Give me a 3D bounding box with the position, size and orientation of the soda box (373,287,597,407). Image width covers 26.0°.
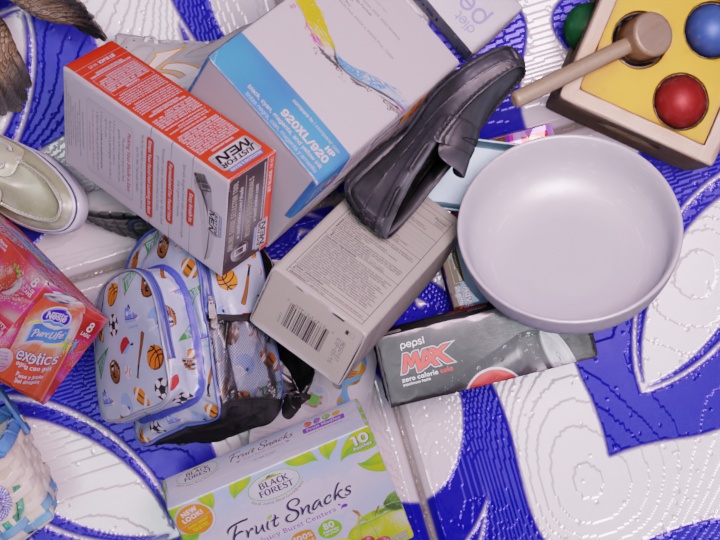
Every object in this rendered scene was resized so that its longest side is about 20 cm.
[{"bbox_3d":[0.113,0.068,1.440,0.197,0.063,0.072,-14,93,-1],"label":"soda box"}]

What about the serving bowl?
[{"bbox_3d":[0.187,-0.023,1.397,0.197,0.066,0.202,-3,57,5],"label":"serving bowl"}]

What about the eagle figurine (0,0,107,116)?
[{"bbox_3d":[-0.343,-0.262,1.436,0.150,0.152,0.202,-27,86,-21],"label":"eagle figurine"}]

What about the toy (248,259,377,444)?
[{"bbox_3d":[-0.045,0.091,1.483,0.114,0.047,0.203,5,97,-14],"label":"toy"}]

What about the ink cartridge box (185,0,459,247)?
[{"bbox_3d":[-0.043,-0.154,1.390,0.145,0.147,0.200,47,60,2],"label":"ink cartridge box"}]

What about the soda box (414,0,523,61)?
[{"bbox_3d":[0.063,-0.297,1.473,0.068,0.063,0.200,-40,92,-1],"label":"soda box"}]

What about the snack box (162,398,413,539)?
[{"bbox_3d":[-0.066,0.222,1.455,0.198,0.053,0.143,-23,119,-1],"label":"snack box"}]

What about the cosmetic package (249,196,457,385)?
[{"bbox_3d":[0.000,0.000,1.391,0.103,0.200,0.073,36,131,9],"label":"cosmetic package"}]

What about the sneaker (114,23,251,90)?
[{"bbox_3d":[-0.185,-0.195,1.467,0.198,0.076,0.093,-28,87,-2],"label":"sneaker"}]

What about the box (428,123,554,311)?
[{"bbox_3d":[0.140,-0.026,1.491,0.135,0.039,0.203,-15,91,-2],"label":"box"}]

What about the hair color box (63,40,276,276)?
[{"bbox_3d":[-0.167,-0.098,1.346,0.199,0.112,0.064,36,50,24],"label":"hair color box"}]

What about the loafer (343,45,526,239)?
[{"bbox_3d":[0.074,-0.110,1.361,0.200,0.068,0.071,-44,65,6],"label":"loafer"}]

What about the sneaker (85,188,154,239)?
[{"bbox_3d":[-0.166,-0.084,1.478,0.197,0.075,0.088,-11,74,-4],"label":"sneaker"}]

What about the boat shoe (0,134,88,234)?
[{"bbox_3d":[-0.344,-0.093,1.449,0.199,0.062,0.073,31,104,12],"label":"boat shoe"}]

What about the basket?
[{"bbox_3d":[-0.379,0.175,1.432,0.176,0.139,0.201,-38,101,0],"label":"basket"}]

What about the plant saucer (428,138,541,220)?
[{"bbox_3d":[0.154,-0.082,1.462,0.197,0.019,0.071,7,90,-3],"label":"plant saucer"}]

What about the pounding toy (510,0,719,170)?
[{"bbox_3d":[0.254,-0.193,1.440,0.198,0.142,0.186,24,90,-1],"label":"pounding toy"}]

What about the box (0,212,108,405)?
[{"bbox_3d":[-0.330,0.016,1.405,0.100,0.095,0.200,-51,52,0],"label":"box"}]

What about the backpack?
[{"bbox_3d":[-0.157,0.054,1.416,0.153,0.199,0.193,10,69,-40],"label":"backpack"}]
